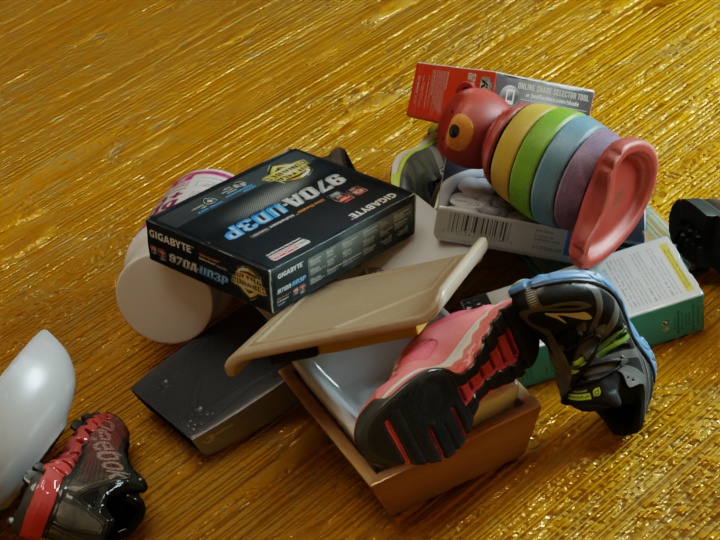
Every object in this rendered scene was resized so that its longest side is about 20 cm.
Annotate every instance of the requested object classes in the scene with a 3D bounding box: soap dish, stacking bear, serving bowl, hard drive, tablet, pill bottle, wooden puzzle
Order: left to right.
[{"bbox_3d":[-0.305,0.151,1.414,0.066,0.200,0.200,36,41,-3],"label":"serving bowl"},{"bbox_3d":[-0.167,-0.014,1.619,0.113,0.114,0.200,-6,23,13],"label":"pill bottle"},{"bbox_3d":[-0.098,0.087,1.512,0.200,0.042,0.135,-35,36,-21],"label":"hard drive"},{"bbox_3d":[0.000,0.000,1.527,0.200,0.014,0.130,-30,46,-18],"label":"tablet"},{"bbox_3d":[0.002,0.035,1.376,0.200,0.037,0.185,-17,10,20],"label":"wooden puzzle"},{"bbox_3d":[0.040,0.112,1.391,0.157,0.081,0.200,-24,33,-14],"label":"soap dish"},{"bbox_3d":[0.156,-0.103,1.486,0.200,0.122,0.114,29,26,27],"label":"stacking bear"}]

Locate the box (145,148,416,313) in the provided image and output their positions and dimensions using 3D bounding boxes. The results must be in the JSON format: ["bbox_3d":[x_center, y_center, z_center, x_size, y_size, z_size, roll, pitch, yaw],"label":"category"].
[{"bbox_3d":[-0.071,-0.041,1.509,0.159,0.046,0.200,23,37,36],"label":"box"}]

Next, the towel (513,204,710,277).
[{"bbox_3d":[0.228,-0.027,1.592,0.146,0.022,0.200,-21,32,-9],"label":"towel"}]

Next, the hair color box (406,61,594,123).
[{"bbox_3d":[0.138,-0.168,1.662,0.111,0.064,0.200,8,6,-22],"label":"hair color box"}]

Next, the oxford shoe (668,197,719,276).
[{"bbox_3d":[0.362,-0.010,1.467,0.084,0.073,0.200,-6,36,-22],"label":"oxford shoe"}]

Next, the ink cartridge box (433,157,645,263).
[{"bbox_3d":[0.177,-0.083,1.588,0.198,0.043,0.200,10,35,1],"label":"ink cartridge box"}]

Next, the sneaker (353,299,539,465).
[{"bbox_3d":[0.056,0.090,1.295,0.087,0.074,0.200,1,29,48],"label":"sneaker"}]

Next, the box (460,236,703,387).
[{"bbox_3d":[0.197,0.040,1.457,0.200,0.049,0.082,-17,45,-5],"label":"box"}]

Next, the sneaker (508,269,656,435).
[{"bbox_3d":[0.183,0.066,1.307,0.071,0.200,0.083,-15,49,29],"label":"sneaker"}]

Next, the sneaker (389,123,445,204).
[{"bbox_3d":[0.090,-0.101,1.709,0.081,0.074,0.200,4,33,26],"label":"sneaker"}]

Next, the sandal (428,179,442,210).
[{"bbox_3d":[0.087,-0.035,1.613,0.054,0.082,0.200,18,40,17],"label":"sandal"}]

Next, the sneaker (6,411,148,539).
[{"bbox_3d":[-0.223,0.183,1.398,0.098,0.071,0.200,23,17,1],"label":"sneaker"}]

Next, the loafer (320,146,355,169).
[{"bbox_3d":[-0.032,-0.050,1.669,0.071,0.073,0.200,-23,27,11],"label":"loafer"}]
